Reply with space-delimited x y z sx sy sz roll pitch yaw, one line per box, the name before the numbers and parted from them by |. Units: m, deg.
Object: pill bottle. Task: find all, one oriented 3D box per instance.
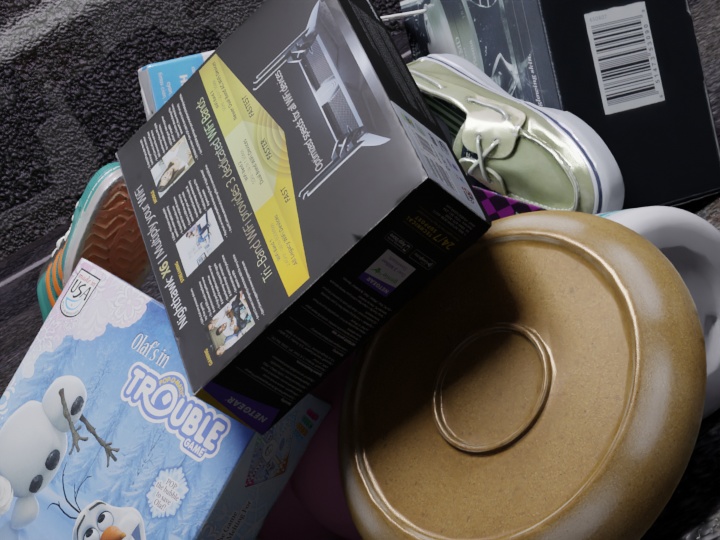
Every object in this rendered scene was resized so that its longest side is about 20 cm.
pill bottle | 0.109 0.028 1.022 0.110 0.111 0.200 -35 13 -24

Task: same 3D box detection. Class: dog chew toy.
dog chew toy | 0.002 0.090 1.026 0.199 0.125 0.124 -3 28 49

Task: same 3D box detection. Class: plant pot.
plant pot | 0.066 0.059 0.901 0.199 0.027 0.202 -19 56 30

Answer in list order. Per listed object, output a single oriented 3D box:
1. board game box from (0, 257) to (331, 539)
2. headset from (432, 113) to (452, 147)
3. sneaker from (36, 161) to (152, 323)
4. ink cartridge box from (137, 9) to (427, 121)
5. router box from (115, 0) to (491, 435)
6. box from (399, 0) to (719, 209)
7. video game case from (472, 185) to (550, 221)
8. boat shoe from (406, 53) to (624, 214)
board game box | -0.135 0.116 1.021 0.199 0.043 0.200 26 84 46
headset | -0.032 -0.026 1.027 0.200 0.094 0.124 -31 38 49
sneaker | -0.194 -0.003 1.366 0.071 0.201 0.080 -8 42 -33
ink cartridge box | -0.052 -0.131 1.358 0.198 0.069 0.115 -13 7 -9
router box | -0.036 -0.042 0.963 0.157 0.052 0.201 -42 41 17
box | 0.137 -0.134 1.355 0.123 0.202 0.196 -15 4 -23
video game case | 0.062 -0.030 1.184 0.181 0.199 0.036 12 87 62
boat shoe | 0.088 -0.081 1.259 0.062 0.073 0.200 -17 37 -35
